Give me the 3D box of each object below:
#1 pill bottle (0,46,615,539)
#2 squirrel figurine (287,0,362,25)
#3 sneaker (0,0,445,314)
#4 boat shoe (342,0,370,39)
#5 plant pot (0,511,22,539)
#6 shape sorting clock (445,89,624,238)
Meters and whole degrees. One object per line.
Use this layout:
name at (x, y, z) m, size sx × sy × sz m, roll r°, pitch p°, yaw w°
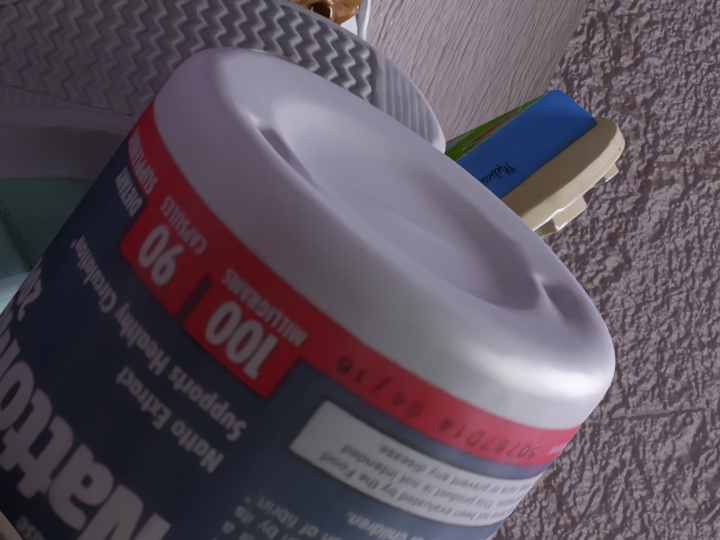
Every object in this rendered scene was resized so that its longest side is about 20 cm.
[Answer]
pill bottle at (-0.046, 0.060, 0.564) m, size 0.200 × 0.120 × 0.120 m, roll -53°, pitch 177°, yaw 16°
squirrel figurine at (-0.056, -0.063, 0.752) m, size 0.200 × 0.142 × 0.187 m, roll -63°, pitch 180°, yaw 7°
sneaker at (-0.083, -0.012, 0.634) m, size 0.118 × 0.200 × 0.074 m, roll 112°, pitch -35°, yaw -42°
boat shoe at (-0.024, -0.125, 1.000) m, size 0.202 × 0.075 × 0.086 m, roll -70°, pitch 174°, yaw -68°
plant pot at (-0.172, 0.141, 0.492) m, size 0.200 × 0.187 × 0.187 m, roll -54°, pitch -178°, yaw 41°
shape sorting clock at (0.000, 0.000, 0.832) m, size 0.200 × 0.039 × 0.200 m, roll -30°, pitch -174°, yaw 4°
